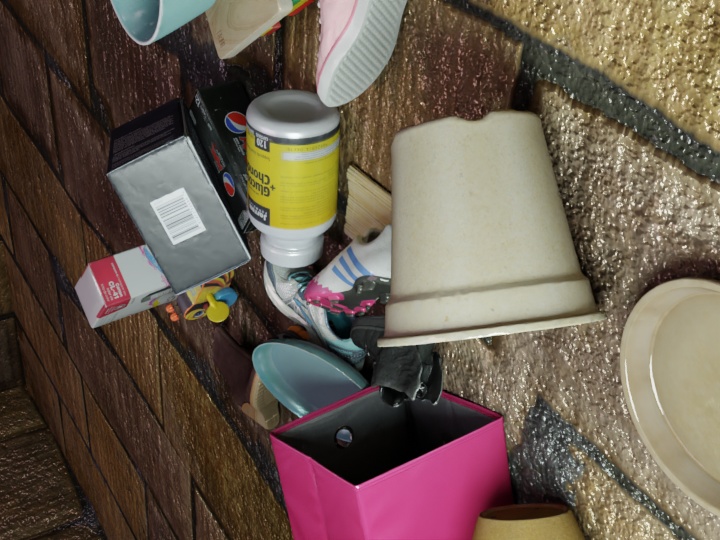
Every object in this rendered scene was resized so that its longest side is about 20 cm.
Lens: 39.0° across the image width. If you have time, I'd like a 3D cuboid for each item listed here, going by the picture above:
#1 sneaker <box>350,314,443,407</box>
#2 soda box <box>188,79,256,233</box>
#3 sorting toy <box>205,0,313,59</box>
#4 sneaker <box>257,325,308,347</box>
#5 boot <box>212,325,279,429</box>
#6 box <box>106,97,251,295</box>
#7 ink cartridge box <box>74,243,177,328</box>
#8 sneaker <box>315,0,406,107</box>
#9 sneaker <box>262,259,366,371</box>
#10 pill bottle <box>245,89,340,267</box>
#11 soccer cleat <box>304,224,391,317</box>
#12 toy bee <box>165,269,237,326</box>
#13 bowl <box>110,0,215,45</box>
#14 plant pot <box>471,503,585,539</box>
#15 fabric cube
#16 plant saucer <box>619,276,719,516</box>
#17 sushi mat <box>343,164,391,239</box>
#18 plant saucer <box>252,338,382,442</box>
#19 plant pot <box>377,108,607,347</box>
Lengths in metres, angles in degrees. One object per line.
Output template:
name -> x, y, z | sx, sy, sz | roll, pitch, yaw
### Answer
sneaker -> 0.035, 0.105, 1.159 | 0.200, 0.060, 0.105 | -16, 55, 59
soda box -> -0.164, -0.157, 1.395 | 0.201, 0.070, 0.063 | 65, 151, 12
sorting toy -> -0.133, -0.380, 1.211 | 0.200, 0.069, 0.200 | -11, 96, 62
sneaker -> -0.076, 0.140, 1.407 | 0.200, 0.077, 0.079 | 22, 123, 54
boot -> -0.185, 0.148, 1.600 | 0.166, 0.072, 0.201 | 47, 150, 26
box -> -0.254, -0.108, 1.420 | 0.197, 0.123, 0.201 | -112, -3, -64
ink cartridge box -> -0.371, 0.014, 1.734 | 0.086, 0.199, 0.148 | 66, 152, 9
sneaker -> -0.013, -0.274, 1.050 | 0.105, 0.075, 0.201 | 51, 139, 26
sneaker -> -0.050, 0.040, 1.318 | 0.200, 0.077, 0.086 | 52, 141, 16
pill bottle -> -0.083, -0.108, 1.235 | 0.112, 0.112, 0.201 | 42, 140, 43
soccer cleat -> 0.000, 0.000, 1.175 | 0.200, 0.070, 0.087 | -19, 55, 60
toy bee -> -0.256, 0.045, 1.645 | 0.131, 0.108, 0.201 | 40, 139, 42
bowl -> -0.230, -0.378, 1.203 | 0.201, 0.105, 0.202 | 39, 139, 46
plant pot -> 0.170, 0.337, 0.995 | 0.186, 0.185, 0.201 | -12, 83, 62
fabric cube -> 0.041, 0.261, 1.140 | 0.200, 0.195, 0.201 | 16, 122, 56
plant saucer -> 0.282, 0.099, 0.785 | 0.200, 0.029, 0.201 | 37, 136, 47
sushi mat -> 0.037, -0.039, 1.164 | 0.200, 0.012, 0.096 | 42, 141, 44
plant saucer -> -0.049, 0.151, 1.303 | 0.199, 0.027, 0.201 | 25, 149, 16
plant pot -> 0.101, -0.037, 0.886 | 0.200, 0.199, 0.185 | -12, 85, 62
